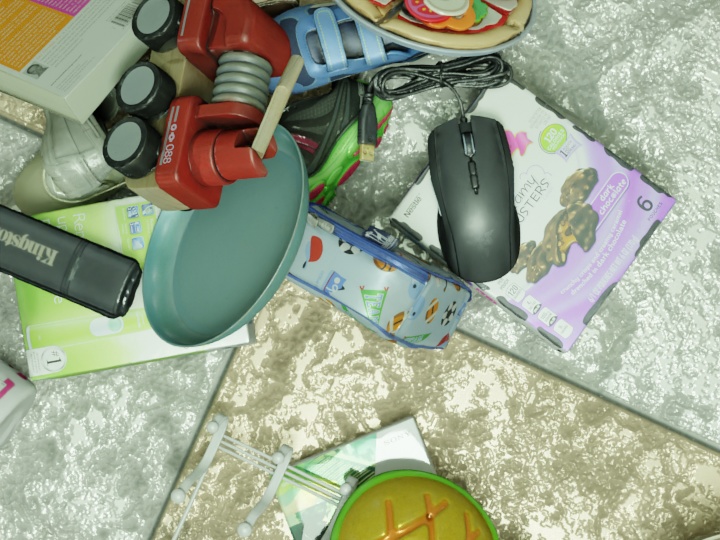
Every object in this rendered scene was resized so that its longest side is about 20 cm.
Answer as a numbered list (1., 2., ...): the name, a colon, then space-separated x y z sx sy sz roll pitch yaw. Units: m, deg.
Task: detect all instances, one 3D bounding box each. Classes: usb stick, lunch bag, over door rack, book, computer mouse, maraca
1. usb stick: -0.282 -0.016 1.344 0.198 0.033 0.056 22 93 9
2. lunch bag: 0.000 0.000 1.333 0.160 0.200 0.076 30 91 25
3. over door rack: -0.103 0.248 1.377 0.147 0.067 0.202 24 98 13
4. book: -0.272 -0.212 1.365 0.199 0.048 0.134 23 65 37
5. computer mouse: 0.067 -0.089 1.345 0.139 0.046 0.202 -3 88 1
6. maraca: 0.066 0.256 1.344 0.199 0.107 0.138 35 87 -11

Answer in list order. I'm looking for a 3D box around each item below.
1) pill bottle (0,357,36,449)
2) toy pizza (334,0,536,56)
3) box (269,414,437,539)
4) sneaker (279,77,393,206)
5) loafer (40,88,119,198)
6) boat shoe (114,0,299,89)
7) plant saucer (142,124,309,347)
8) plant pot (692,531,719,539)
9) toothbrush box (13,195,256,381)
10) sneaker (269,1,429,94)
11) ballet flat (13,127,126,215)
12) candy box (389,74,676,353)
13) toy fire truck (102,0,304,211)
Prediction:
1. pill bottle: -0.398 0.087 1.390 0.200 0.113 0.114 39 89 3
2. toy pizza: 0.062 -0.258 1.367 0.199 0.201 0.032 20 132 2
3. box: 0.019 0.250 1.413 0.143 0.036 0.202 -22 86 0
4. sneaker: -0.055 -0.101 1.398 0.084 0.077 0.200 36 62 15
5. loafer: -0.243 -0.144 1.373 0.069 0.070 0.201 -25 47 9
6. boat shoe: -0.145 -0.208 1.411 0.198 0.076 0.072 -17 77 11
7. plant saucer: -0.107 -0.027 1.287 0.027 0.200 0.201 28 89 -38
8. plant pot: 0.320 0.318 1.354 0.198 0.134 0.202 0 89 1
9. toothbrush box: -0.203 0.011 1.402 0.198 0.086 0.147 -9 87 0
10. sneaker: -0.007 -0.207 1.373 0.199 0.082 0.075 -20 97 -25
11. ballet flat: -0.228 -0.103 1.416 0.198 0.069 0.070 -23 88 1
12. candy box: 0.151 -0.052 1.401 0.199 0.072 0.168 36 90 3
13. toy fire truck: -0.100 -0.148 1.251 0.198 0.129 0.178 -2 68 31
